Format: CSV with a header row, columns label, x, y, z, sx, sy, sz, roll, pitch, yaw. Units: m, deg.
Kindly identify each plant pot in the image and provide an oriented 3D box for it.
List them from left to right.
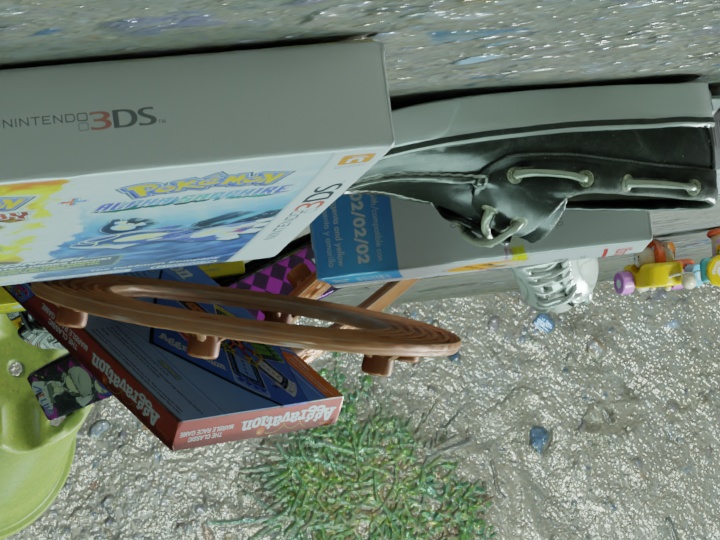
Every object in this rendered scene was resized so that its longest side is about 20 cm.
label,x,y,z,sx,sy,sz,roll,pitch,yaw
plant pot,-0.294,0.100,2.135,0.200,0.201,0.184,-6,166,-25

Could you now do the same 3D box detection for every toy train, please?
label,x,y,z,sx,sy,sz,roll,pitch,yaw
toy train,0.328,-0.011,2.625,0.200,0.056,0.150,-6,180,43

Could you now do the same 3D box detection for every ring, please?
label,x,y,z,sx,sy,sz,roll,pitch,yaw
ring,-0.054,0.025,1.265,0.200,0.019,0.200,9,-175,-1
ring,0.000,0.000,1.499,0.200,0.019,0.200,-37,168,-9

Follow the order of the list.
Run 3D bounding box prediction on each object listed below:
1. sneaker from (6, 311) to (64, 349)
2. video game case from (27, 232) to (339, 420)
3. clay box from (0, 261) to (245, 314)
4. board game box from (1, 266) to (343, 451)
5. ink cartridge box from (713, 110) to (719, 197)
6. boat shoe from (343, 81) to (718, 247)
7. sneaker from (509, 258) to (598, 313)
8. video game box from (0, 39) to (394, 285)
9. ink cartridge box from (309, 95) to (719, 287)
label,x,y,z,sx,sy,sz,roll,pitch,yaw
sneaker,-0.192,0.025,1.781,0.082,0.078,0.200,-5,177,-10
video game case,-0.073,0.019,1.621,0.181,0.036,0.200,-23,-177,43
clay box,-0.176,-0.003,1.538,0.200,0.048,0.115,-7,178,-17
board game box,-0.107,0.023,1.360,0.103,0.019,0.200,-8,-145,-40
ink cartridge box,0.202,-0.062,1.463,0.094,0.037,0.200,-8,175,-2
boat shoe,0.067,-0.044,1.190,0.200,0.064,0.071,-6,177,-18
sneaker,0.126,-0.014,1.776,0.075,0.081,0.200,-6,176,13
video game box,-0.106,-0.033,0.996,0.200,0.047,0.182,-6,168,-16
ink cartridge box,0.078,-0.037,1.311,0.199,0.068,0.115,-7,178,4
